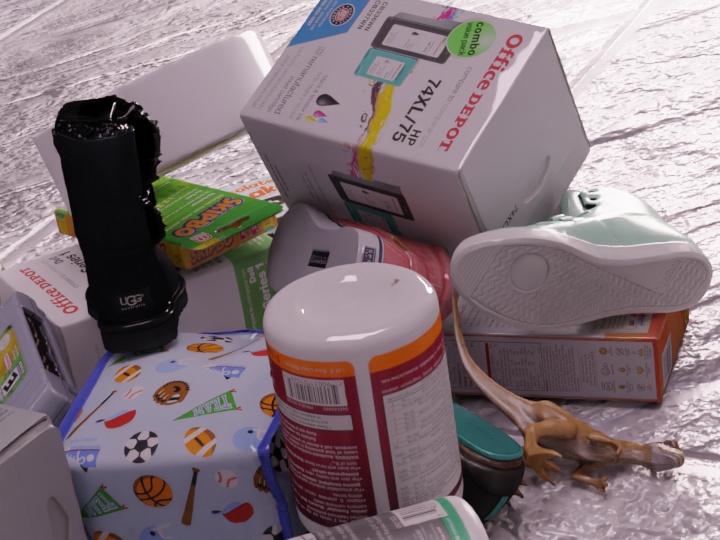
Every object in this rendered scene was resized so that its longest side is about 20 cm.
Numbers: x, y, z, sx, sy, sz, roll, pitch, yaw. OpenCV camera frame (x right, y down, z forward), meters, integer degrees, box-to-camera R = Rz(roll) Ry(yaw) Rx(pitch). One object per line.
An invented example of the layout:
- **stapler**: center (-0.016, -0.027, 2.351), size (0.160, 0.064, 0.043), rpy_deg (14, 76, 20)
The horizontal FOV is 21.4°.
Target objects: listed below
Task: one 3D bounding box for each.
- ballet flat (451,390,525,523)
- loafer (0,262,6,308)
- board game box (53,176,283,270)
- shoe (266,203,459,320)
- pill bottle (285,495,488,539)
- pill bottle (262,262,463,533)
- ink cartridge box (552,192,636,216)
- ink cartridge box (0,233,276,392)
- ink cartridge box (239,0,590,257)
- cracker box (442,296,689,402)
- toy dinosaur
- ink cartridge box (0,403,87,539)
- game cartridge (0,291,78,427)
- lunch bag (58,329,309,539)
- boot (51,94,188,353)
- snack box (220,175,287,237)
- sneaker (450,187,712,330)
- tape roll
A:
- **ballet flat**: center (0.039, 0.105, 1.300), size (0.068, 0.069, 0.200), rpy_deg (2, 28, -31)
- **loafer**: center (-0.332, 0.057, 1.555), size (0.072, 0.063, 0.200), rpy_deg (-5, 25, 15)
- **board game box**: center (-0.156, -0.042, 1.551), size (0.095, 0.030, 0.200), rpy_deg (-28, 25, -35)
- **shoe**: center (0.000, 0.000, 1.429), size (0.091, 0.072, 0.200), rpy_deg (18, 0, -22)
- **pill bottle**: center (-0.021, 0.207, 1.090), size (0.199, 0.113, 0.113), rpy_deg (-14, 26, -11)
- **pill bottle**: center (0.007, 0.106, 1.189), size (0.109, 0.201, 0.110), rpy_deg (-7, 26, 3)
- **ink cartridge box**: center (0.154, -0.038, 1.581), size (0.109, 0.051, 0.200), rpy_deg (-2, 2, -6)
- **ink cartridge box**: center (-0.177, 0.026, 1.547), size (0.200, 0.085, 0.146), rpy_deg (-21, 27, -25)
- **ink cartridge box**: center (0.045, -0.104, 1.446), size (0.200, 0.146, 0.147), rpy_deg (17, 62, 32)
- **cracker box**: center (0.140, 0.043, 1.445), size (0.199, 0.058, 0.134), rpy_deg (2, 26, 19)
- **toy dinosaur**: center (0.121, 0.107, 1.306), size (0.200, 0.061, 0.106), rpy_deg (29, 38, 12)
- **ink cartridge box**: center (-0.284, 0.156, 1.239), size (0.199, 0.146, 0.083), rpy_deg (9, 31, 32)
- **game cartridge**: center (-0.267, 0.105, 1.383), size (0.040, 0.134, 0.200), rpy_deg (31, 8, -26)
- **lunch bag**: center (-0.101, 0.110, 1.310), size (0.169, 0.124, 0.200), rpy_deg (-4, 33, 15)
- **boot**: center (-0.173, -0.044, 1.373), size (0.076, 0.169, 0.200), rpy_deg (-9, 13, -6)
- **snack box**: center (-0.089, -0.046, 1.724), size (0.199, 0.037, 0.116), rpy_deg (-17, 26, -16)
- **sneaker**: center (0.143, -0.015, 1.389), size (0.200, 0.074, 0.118), rpy_deg (1, 27, -21)
- **tape roll**: center (-0.156, -0.116, 1.510), size (0.202, 0.071, 0.202), rpy_deg (-25, 4, 2)
